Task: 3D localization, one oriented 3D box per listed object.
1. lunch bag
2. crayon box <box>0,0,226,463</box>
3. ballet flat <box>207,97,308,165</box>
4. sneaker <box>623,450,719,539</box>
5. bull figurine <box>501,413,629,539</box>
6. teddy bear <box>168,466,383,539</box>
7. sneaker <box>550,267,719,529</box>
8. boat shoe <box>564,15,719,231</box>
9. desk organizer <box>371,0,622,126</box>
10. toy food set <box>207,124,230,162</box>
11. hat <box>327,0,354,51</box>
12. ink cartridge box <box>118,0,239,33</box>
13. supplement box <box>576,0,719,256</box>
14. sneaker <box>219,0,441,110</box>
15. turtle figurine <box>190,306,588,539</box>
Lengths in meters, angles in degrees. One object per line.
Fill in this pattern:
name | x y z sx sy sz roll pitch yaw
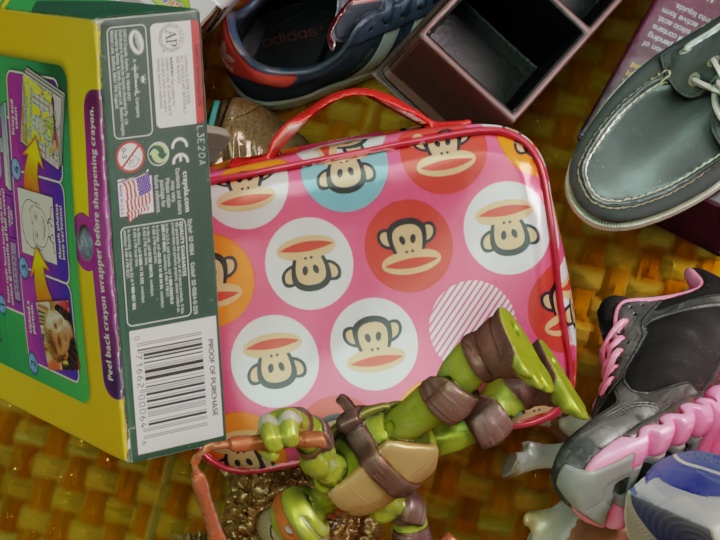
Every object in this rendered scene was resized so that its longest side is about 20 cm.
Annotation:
lunch bag | 0.000 0.000 0.984 0.200 0.082 0.176 -8 95 1
crayon box | -0.134 -0.027 0.955 0.058 0.173 0.200 -10 105 -32
ballet flat | -0.074 0.004 1.103 0.072 0.068 0.200 17 77 -4
sneaker | 0.212 0.137 0.976 0.115 0.199 0.081 -46 37 -15
bull figurine | 0.098 0.161 1.022 0.121 0.065 0.200 30 75 -18
teddy bear | -0.065 0.187 1.053 0.200 0.067 0.145 -43 77 -1
sneaker | 0.145 0.056 1.004 0.095 0.200 0.079 39 131 21
boat shoe | 0.179 -0.095 0.958 0.200 0.062 0.073 -36 75 1
desk organizer | 0.104 -0.157 1.060 0.072 0.077 0.200 43 73 -4
toy food set | -0.159 -0.116 1.120 0.144 0.060 0.200 -42 68 39
hat | 0.073 -0.206 1.045 0.176 0.200 0.166 -58 41 24
ink cartridge box | -0.121 -0.226 1.040 0.200 0.084 0.176 43 82 -6
supplement box | 0.199 -0.122 1.050 0.086 0.110 0.200 28 84 15
sneaker | 0.014 -0.151 1.103 0.200 0.085 0.075 -27 75 3
turtle figurine | 0.021 0.086 0.920 0.161 0.200 0.064 -33 46 11
